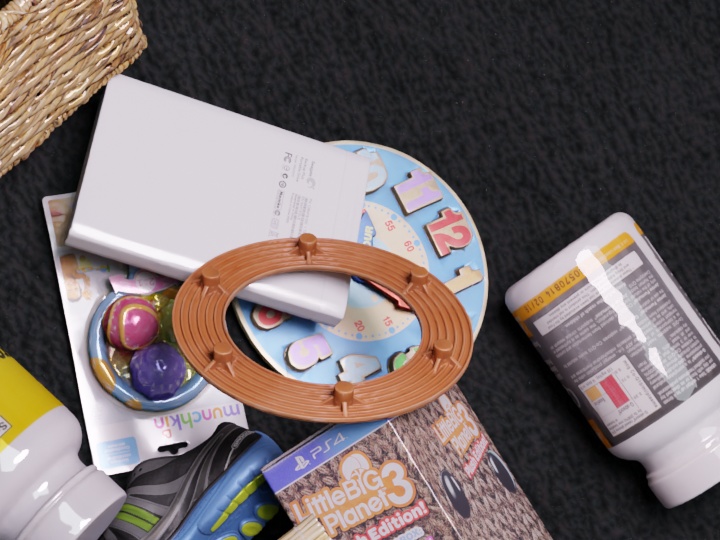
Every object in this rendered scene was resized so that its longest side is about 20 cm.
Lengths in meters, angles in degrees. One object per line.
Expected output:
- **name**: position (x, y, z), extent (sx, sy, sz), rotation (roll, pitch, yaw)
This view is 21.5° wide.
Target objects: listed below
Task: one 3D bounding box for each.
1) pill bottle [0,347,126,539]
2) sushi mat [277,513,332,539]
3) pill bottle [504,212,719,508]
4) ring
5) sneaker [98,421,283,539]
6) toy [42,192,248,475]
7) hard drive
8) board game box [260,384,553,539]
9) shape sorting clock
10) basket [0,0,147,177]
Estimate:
- **pill bottle**: position (-0.248, 0.106, 1.209), extent (0.200, 0.111, 0.111), rotation (42, 64, 6)
- **sushi mat**: position (-0.081, 0.251, 1.191), extent (0.200, 0.012, 0.096), rotation (-37, 86, -7)
- **pill bottle**: position (0.205, 0.067, 1.401), extent (0.116, 0.116, 0.200), rotation (-33, 86, -26)
- **ring**: position (-0.024, 0.031, 1.240), extent (0.199, 0.019, 0.201), rotation (5, 35, -4)
- **sneaker**: position (-0.137, 0.177, 1.272), extent (0.199, 0.083, 0.071), rotation (-40, 131, -13)
- **toy**: position (-0.145, 0.032, 1.321), extent (0.114, 0.047, 0.201), rotation (-9, 76, -21)
- **hard drive**: position (-0.097, -0.050, 1.335), extent (0.199, 0.027, 0.133), rotation (18, 62, -15)
- **board game box**: position (0.047, 0.178, 1.273), extent (0.097, 0.159, 0.201), rotation (-33, 86, 19)
- **shape sorting clock**: position (0.000, 0.000, 1.390), extent (0.199, 0.039, 0.201), rotation (6, 71, -18)
- **basket**: position (-0.260, -0.169, 1.264), extent (0.143, 0.149, 0.200), rotation (39, 71, 20)
